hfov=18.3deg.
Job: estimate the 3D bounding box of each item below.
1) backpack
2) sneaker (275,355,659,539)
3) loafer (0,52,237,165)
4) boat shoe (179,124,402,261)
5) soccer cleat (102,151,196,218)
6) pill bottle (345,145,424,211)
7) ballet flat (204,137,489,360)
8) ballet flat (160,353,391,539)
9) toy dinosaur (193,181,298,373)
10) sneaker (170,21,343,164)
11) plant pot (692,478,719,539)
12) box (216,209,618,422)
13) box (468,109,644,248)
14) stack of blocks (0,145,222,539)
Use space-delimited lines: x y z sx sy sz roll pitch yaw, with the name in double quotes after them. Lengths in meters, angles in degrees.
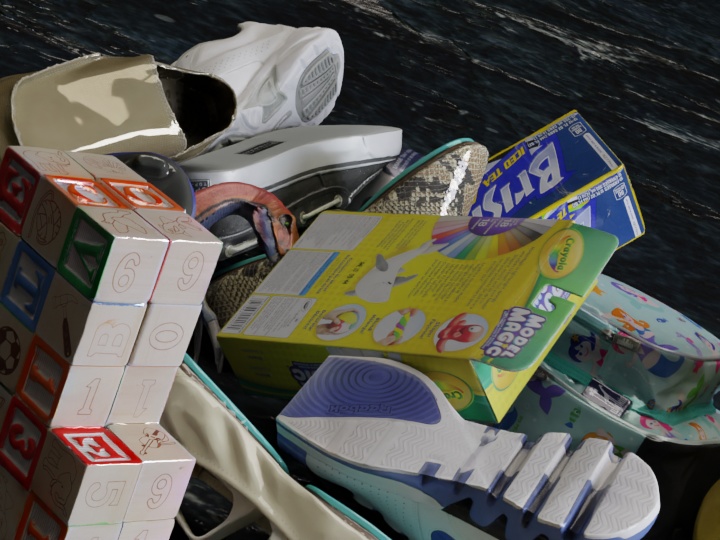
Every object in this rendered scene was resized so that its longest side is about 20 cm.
0.111 0.074 1.272 0.199 0.151 0.177 20 6 23 "backpack"
0.049 0.128 1.105 0.198 0.116 0.081 20 40 25 "sneaker"
-0.140 -0.087 1.242 0.200 0.067 0.076 -22 89 -59 "loafer"
-0.046 -0.050 1.390 0.070 0.064 0.199 7 18 40 "boat shoe"
-0.180 -0.018 1.115 0.199 0.065 0.084 -8 -9 -9 "soccer cleat"
0.034 -0.020 1.495 0.199 0.112 0.111 25 18 8 "pill bottle"
0.000 0.000 1.326 0.076 0.199 0.068 65 8 25 "ballet flat"
-0.045 0.120 1.083 0.200 0.070 0.069 40 24 22 "ballet flat"
-0.117 -0.007 1.217 0.105 0.201 0.182 22 59 36 "toy dinosaur"
-0.098 -0.097 1.451 0.099 0.078 0.200 18 42 29 "sneaker"
0.288 0.138 1.163 0.200 0.200 0.176 44 0 -9 "plant pot"
0.035 0.021 1.184 0.199 0.049 0.117 2 40 41 "box"
0.072 -0.014 1.389 0.070 0.199 0.064 56 -6 46 "box"
-0.126 0.064 0.932 0.058 0.201 0.115 3 24 -45 "stack of blocks"
